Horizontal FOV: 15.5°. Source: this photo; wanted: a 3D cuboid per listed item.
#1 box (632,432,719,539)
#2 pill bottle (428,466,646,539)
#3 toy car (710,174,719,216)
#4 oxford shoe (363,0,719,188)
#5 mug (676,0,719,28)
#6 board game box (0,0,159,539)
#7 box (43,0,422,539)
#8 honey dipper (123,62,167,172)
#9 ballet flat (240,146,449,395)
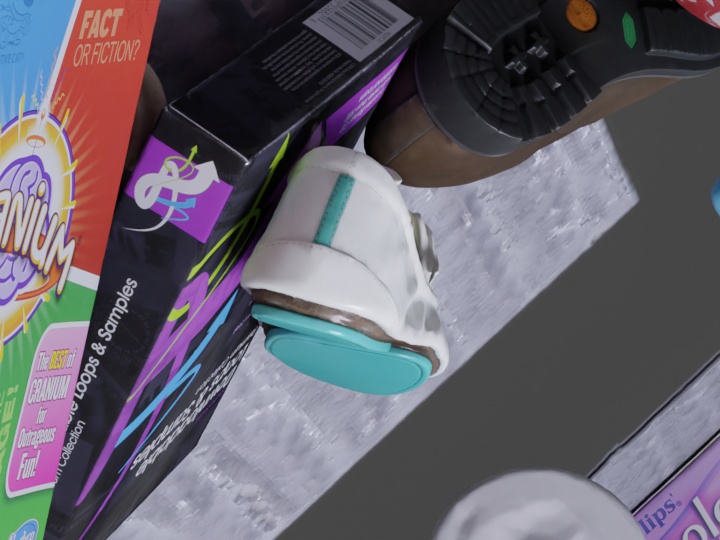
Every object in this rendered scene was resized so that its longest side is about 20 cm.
[{"bbox_3d":[0.226,0.179,1.529,0.176,0.097,0.200,-41,154,-7],"label":"box"},{"bbox_3d":[0.086,0.191,1.322,0.111,0.111,0.200,-35,153,-19],"label":"pill bottle"},{"bbox_3d":[0.208,-0.117,1.045,0.185,0.177,0.200,-53,127,-11],"label":"toy car"},{"bbox_3d":[0.071,-0.082,0.961,0.200,0.073,0.084,-23,172,-43],"label":"oxford shoe"},{"bbox_3d":[0.144,-0.173,0.847,0.177,0.133,0.200,-42,158,-2],"label":"mug"},{"bbox_3d":[-0.108,-0.005,0.681,0.153,0.040,0.201,-27,131,-74],"label":"board game box"},{"bbox_3d":[-0.058,0.009,0.871,0.200,0.036,0.143,-60,172,32],"label":"box"},{"bbox_3d":[-0.142,-0.031,0.745,0.199,0.038,0.038,-13,141,-41],"label":"honey dipper"},{"bbox_3d":[0.000,0.000,0.869,0.069,0.069,0.200,-43,172,-3],"label":"ballet flat"}]
